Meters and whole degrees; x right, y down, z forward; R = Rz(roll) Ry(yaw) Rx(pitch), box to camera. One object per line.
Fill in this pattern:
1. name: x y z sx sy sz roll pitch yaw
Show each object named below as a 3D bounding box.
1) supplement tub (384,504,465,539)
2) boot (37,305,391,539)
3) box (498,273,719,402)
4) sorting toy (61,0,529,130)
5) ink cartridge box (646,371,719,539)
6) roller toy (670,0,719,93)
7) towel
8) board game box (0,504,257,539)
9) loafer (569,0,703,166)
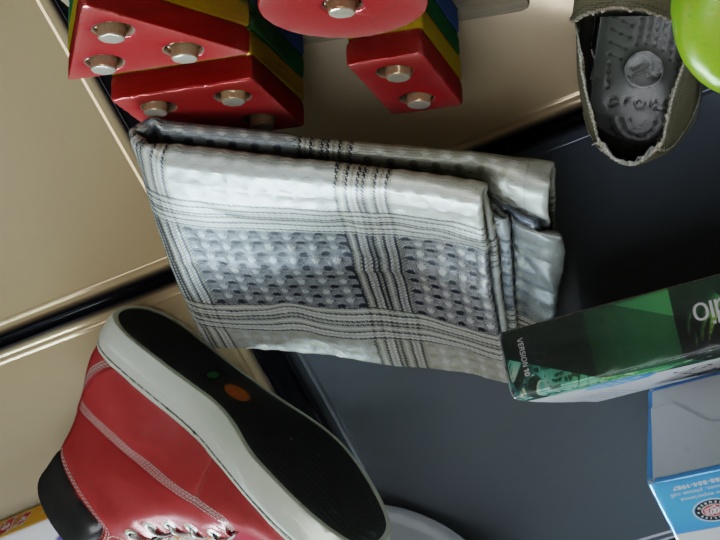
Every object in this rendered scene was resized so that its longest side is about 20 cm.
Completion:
1. supplement tub: -0.004 0.240 1.010 0.122 0.123 0.201 18 121 4
2. boot: -0.083 0.132 0.962 0.200 0.072 0.145 37 112 26
3. box: 0.179 0.023 0.843 0.199 0.144 0.037 -17 80 21
4. sorting toy: -0.043 -0.118 0.787 0.199 0.199 0.070 -6 75 17
5. ink cartridge box: 0.230 0.136 0.917 0.115 0.068 0.200 -15 127 21
6. roller toy: 0.244 -0.129 0.746 0.199 0.140 0.183 27 122 -14
7. towel: 0.000 0.000 0.883 0.199 0.035 0.193 6 148 10
8. board game box: -0.140 0.168 1.061 0.199 0.030 0.096 -23 110 25
9. loafer: 0.130 -0.134 0.810 0.075 0.070 0.201 2 118 12
